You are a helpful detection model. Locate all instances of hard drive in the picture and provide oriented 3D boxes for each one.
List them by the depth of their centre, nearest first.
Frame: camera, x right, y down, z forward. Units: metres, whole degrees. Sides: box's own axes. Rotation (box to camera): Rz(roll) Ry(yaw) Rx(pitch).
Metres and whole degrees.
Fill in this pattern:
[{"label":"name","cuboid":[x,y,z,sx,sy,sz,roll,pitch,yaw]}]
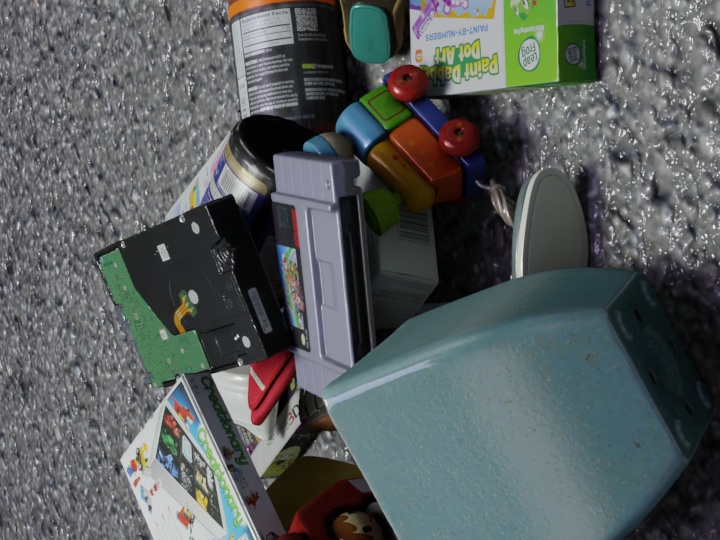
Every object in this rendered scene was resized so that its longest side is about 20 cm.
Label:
[{"label":"hard drive","cuboid":[-0.149,0.023,1.390,0.199,0.038,0.141,-19,94,50]}]

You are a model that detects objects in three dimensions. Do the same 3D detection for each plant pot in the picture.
[{"label":"plant pot","cuboid":[0.130,0.102,1.117,0.199,0.196,0.197,-29,92,26]},{"label":"plant pot","cuboid":[-0.027,0.250,1.434,0.200,0.199,0.143,-11,59,57]}]

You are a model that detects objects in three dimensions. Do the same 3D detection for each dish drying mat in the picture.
[{"label":"dish drying mat","cuboid":[-0.066,0.064,1.454,0.200,0.018,0.077,123,154,-50]}]

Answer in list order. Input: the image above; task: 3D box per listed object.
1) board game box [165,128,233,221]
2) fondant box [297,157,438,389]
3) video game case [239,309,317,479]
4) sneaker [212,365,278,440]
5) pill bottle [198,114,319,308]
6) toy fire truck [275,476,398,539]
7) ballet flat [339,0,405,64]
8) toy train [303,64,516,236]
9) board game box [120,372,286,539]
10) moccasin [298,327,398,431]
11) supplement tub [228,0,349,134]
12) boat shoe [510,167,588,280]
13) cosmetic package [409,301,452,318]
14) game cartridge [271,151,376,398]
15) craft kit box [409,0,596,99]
[{"label":"board game box","cuboid":[-0.156,-0.033,1.674,0.200,0.040,0.154,-43,42,53]},{"label":"fondant box","cuboid":[0.000,0.000,1.416,0.200,0.058,0.145,126,148,-49]},{"label":"video game case","cuboid":[-0.089,0.082,1.626,0.182,0.036,0.201,-53,50,43]},{"label":"sneaker","cuboid":[-0.150,0.124,1.634,0.200,0.075,0.089,18,119,54]},{"label":"pill bottle","cuboid":[-0.098,-0.030,1.436,0.112,0.111,0.201,55,129,39]},{"label":"toy fire truck","cuboid":[0.022,0.237,1.254,0.200,0.167,0.113,51,132,41]},{"label":"ballet flat","cuboid":[0.010,-0.250,1.359,0.200,0.068,0.063,96,-173,-68]},{"label":"toy train","cuboid":[0.050,-0.065,1.294,0.200,0.115,0.085,50,162,26]},{"label":"board game box","cuboid":[-0.131,0.204,1.348,0.126,0.034,0.201,-51,54,34]},{"label":"moccasin","cuboid":[0.019,0.100,1.346,0.201,0.077,0.074,-41,42,54]},{"label":"supplement tub","cuboid":[-0.069,-0.209,1.506,0.107,0.106,0.202,-15,79,57]},{"label":"boat shoe","cuboid":[0.134,0.020,1.242,0.062,0.072,0.202,8,105,53]},{"label":"cosmetic package","cuboid":[0.080,0.150,1.356,0.200,0.051,0.151,58,139,37]},{"label":"game cartridge","cuboid":[-0.030,0.007,1.285,0.129,0.038,0.202,12,110,61]},{"label":"craft kit box","cuboid":[0.110,-0.243,1.284,0.199,0.048,0.199,1,97,57]}]
